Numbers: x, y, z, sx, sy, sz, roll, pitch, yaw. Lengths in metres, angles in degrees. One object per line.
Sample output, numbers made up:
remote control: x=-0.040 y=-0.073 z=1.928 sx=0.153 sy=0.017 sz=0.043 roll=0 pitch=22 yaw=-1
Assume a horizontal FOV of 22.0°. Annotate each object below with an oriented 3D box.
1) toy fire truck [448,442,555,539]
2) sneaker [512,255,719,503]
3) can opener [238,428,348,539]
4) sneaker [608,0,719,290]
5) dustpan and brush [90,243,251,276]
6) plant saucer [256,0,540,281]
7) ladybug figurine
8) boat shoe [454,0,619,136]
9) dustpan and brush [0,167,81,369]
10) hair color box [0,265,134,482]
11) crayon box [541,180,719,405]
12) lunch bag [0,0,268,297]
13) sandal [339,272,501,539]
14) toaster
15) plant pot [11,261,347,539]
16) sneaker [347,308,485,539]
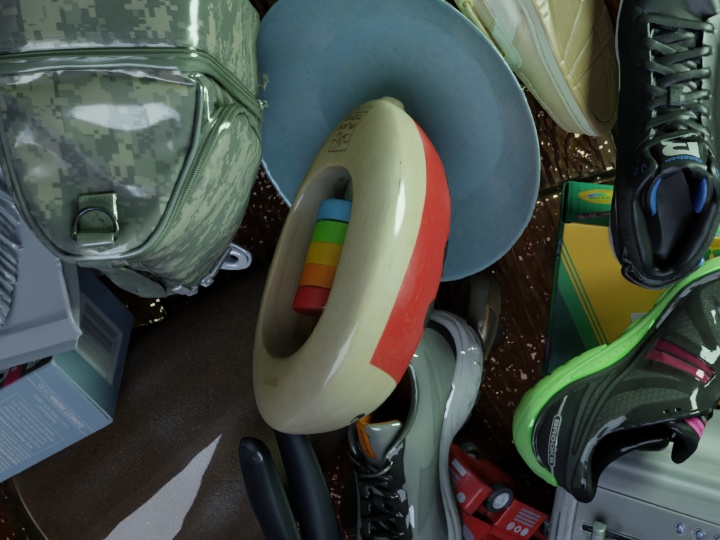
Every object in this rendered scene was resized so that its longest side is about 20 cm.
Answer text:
toy fire truck: x=0.083 y=0.202 z=1.235 sx=0.141 sy=0.049 sz=0.199 roll=-51 pitch=137 yaw=10
sneaker: x=0.184 y=0.063 z=1.070 sx=0.199 sy=0.084 sz=0.077 roll=-37 pitch=152 yaw=3
can opener: x=-0.032 y=0.163 z=1.121 sx=0.078 sy=0.063 sz=0.202 roll=16 pitch=132 yaw=35
sneaker: x=0.180 y=-0.088 z=1.031 sx=0.072 sy=0.112 sz=0.202 roll=3 pitch=98 yaw=2
dustpan and brush: x=-0.161 y=-0.040 z=1.154 sx=0.198 sy=0.057 sz=0.141 roll=13 pitch=120 yaw=1
plant saucer: x=0.023 y=-0.089 z=1.102 sx=0.199 sy=0.039 sz=0.203 roll=17 pitch=127 yaw=23
ladybug figurine: x=0.000 y=0.000 z=1.051 sx=0.071 sy=0.135 sz=0.202 roll=20 pitch=83 yaw=-25
boat shoe: x=0.085 y=-0.160 z=1.065 sx=0.069 sy=0.074 sz=0.201 roll=-9 pitch=125 yaw=39
dustpan and brush: x=-0.231 y=-0.044 z=1.102 sx=0.139 sy=0.202 sz=0.057 roll=-15 pitch=157 yaw=32
hair color box: x=-0.240 y=0.084 z=1.157 sx=0.199 sy=0.099 sz=0.061 roll=-29 pitch=122 yaw=23
crayon box: x=0.217 y=0.018 z=1.147 sx=0.198 sy=0.058 sz=0.120 roll=6 pitch=119 yaw=5
lunch bag: x=-0.126 y=-0.075 z=1.020 sx=0.138 sy=0.200 sz=0.170 roll=1 pitch=85 yaw=4
sandal: x=0.028 y=0.082 z=1.196 sx=0.054 sy=0.081 sz=0.201 roll=20 pitch=115 yaw=-17
toaster: x=0.195 y=0.138 z=1.158 sx=0.128 sy=0.200 sz=0.115 roll=14 pitch=111 yaw=16
plant pot: x=-0.090 y=0.096 z=1.179 sx=0.187 sy=0.187 sz=0.200 roll=40 pitch=105 yaw=-15
sneaker: x=0.020 y=0.124 z=1.124 sx=0.073 sy=0.079 sz=0.202 roll=12 pitch=100 yaw=38
